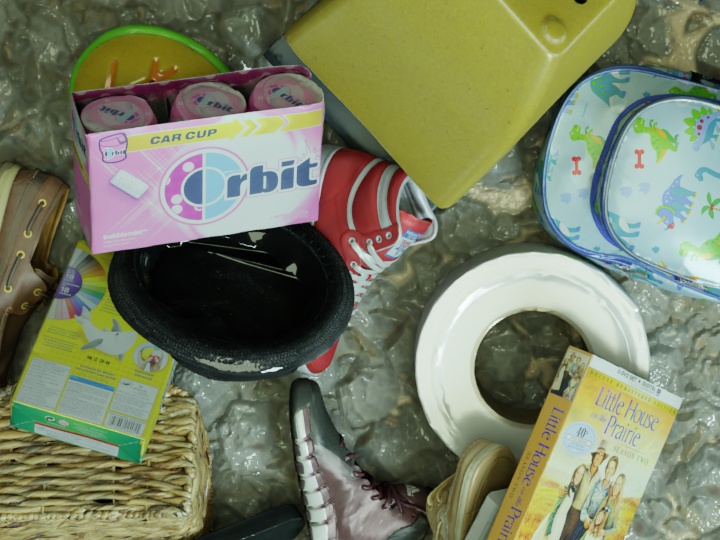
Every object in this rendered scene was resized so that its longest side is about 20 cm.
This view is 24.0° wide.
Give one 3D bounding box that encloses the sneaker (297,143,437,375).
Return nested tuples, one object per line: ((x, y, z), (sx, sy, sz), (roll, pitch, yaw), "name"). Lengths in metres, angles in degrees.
((0.000, 0.000, 1.426), (0.112, 0.071, 0.200), (13, 102, 28), "sneaker")

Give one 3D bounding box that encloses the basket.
((-0.232, 0.174, 1.480), (0.200, 0.149, 0.143), (-2, 64, 2), "basket")

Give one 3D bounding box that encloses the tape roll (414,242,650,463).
((0.146, 0.077, 1.454), (0.202, 0.071, 0.203), (0, 97, 2), "tape roll")

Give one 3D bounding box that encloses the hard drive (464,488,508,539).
((0.117, 0.262, 1.429), (0.026, 0.132, 0.200), (43, 123, 35), "hard drive")

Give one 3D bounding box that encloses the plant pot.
((0.098, -0.203, 1.317), (0.196, 0.200, 0.194), (47, 62, -4), "plant pot")

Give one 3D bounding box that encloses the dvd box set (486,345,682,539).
((0.178, 0.173, 1.368), (0.146, 0.029, 0.200), (26, 86, -46), "dvd box set")

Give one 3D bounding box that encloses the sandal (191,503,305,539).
((-0.132, 0.261, 1.449), (0.200, 0.075, 0.048), (-23, 64, -20), "sandal")

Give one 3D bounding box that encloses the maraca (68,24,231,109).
((-0.150, -0.122, 1.418), (0.200, 0.107, 0.137), (36, 117, -12), "maraca")

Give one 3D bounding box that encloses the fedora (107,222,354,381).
((-0.106, 0.031, 1.383), (0.201, 0.201, 0.092), (9, 139, 0), "fedora")

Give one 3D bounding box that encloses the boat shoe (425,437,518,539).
((0.087, 0.208, 1.432), (0.074, 0.069, 0.200), (-31, 142, -30), "boat shoe")

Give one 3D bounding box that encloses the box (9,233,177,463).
((-0.209, 0.056, 1.428), (0.117, 0.048, 0.200), (17, 54, 0), "box")

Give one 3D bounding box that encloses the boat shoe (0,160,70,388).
((-0.295, 0.009, 1.454), (0.068, 0.072, 0.200), (11, 95, 2), "boat shoe")

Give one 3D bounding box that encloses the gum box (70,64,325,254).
((-0.124, -0.090, 1.344), (0.200, 0.066, 0.114), (-9, 129, -17), "gum box")

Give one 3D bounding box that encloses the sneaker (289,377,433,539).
((0.004, 0.179, 1.477), (0.115, 0.076, 0.200), (-10, 108, -2), "sneaker")

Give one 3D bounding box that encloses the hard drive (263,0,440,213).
((0.036, -0.159, 1.444), (0.140, 0.033, 0.200), (-43, 94, 6), "hard drive")

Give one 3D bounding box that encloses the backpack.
((0.248, -0.079, 1.394), (0.200, 0.147, 0.183), (16, 95, 2), "backpack")
